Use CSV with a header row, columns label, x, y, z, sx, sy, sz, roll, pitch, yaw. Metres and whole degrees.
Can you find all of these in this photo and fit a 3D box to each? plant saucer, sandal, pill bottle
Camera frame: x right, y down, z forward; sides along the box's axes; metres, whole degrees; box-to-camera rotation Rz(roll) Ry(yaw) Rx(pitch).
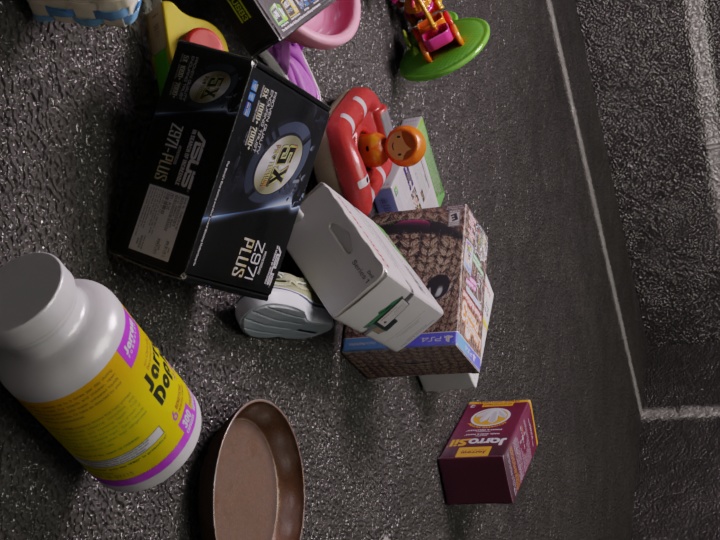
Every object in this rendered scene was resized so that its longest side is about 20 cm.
label,x,y,z,sx,sy,sz,roll,pitch,yaw
plant saucer,-0.113,0.233,1.163,0.200,0.034,0.202,-5,90,-69
sandal,-0.081,-0.263,1.321,0.203,0.049,0.083,59,33,-46
plant saucer,-0.082,-0.332,1.268,0.200,0.051,0.202,29,48,-39
pill bottle,-0.208,0.078,0.872,0.201,0.103,0.105,61,32,-45

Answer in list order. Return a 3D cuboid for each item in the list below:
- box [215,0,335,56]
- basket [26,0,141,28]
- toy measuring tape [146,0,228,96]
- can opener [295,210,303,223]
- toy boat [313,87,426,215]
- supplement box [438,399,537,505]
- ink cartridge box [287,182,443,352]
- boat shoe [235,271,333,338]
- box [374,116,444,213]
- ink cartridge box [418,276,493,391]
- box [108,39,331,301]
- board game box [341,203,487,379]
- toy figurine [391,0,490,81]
label,x,y,z,sx,sy,sz,roll,pitch,yaw
box,-0.107,-0.335,1.152,0.194,0.047,0.200,59,33,-13
basket,-0.217,-0.306,0.881,0.201,0.138,0.177,75,24,-48
toy measuring tape,-0.166,-0.240,1.087,0.073,0.073,0.202,1,79,-67
can opener,-0.121,-0.093,1.187,0.200,0.053,0.067,54,37,-50
toy boat,0.019,-0.151,1.437,0.200,0.130,0.131,-62,140,-53
supplement box,0.209,0.290,1.835,0.200,0.110,0.086,-46,126,-62
ink cartridge box,0.000,0.000,1.339,0.146,0.084,0.200,55,10,26
boat shoe,-0.088,0.035,1.242,0.062,0.072,0.200,70,12,14
box,0.074,-0.116,1.692,0.201,0.036,0.145,-65,143,-49
ink cartridge box,0.133,0.060,1.731,0.201,0.087,0.146,-74,149,-45
box,-0.124,-0.086,1.051,0.164,0.086,0.201,20,88,-66
board game box,0.074,0.029,1.498,0.097,0.158,0.201,48,42,-54
toy figurine,0.083,-0.409,1.685,0.185,0.149,0.201,58,12,-32
